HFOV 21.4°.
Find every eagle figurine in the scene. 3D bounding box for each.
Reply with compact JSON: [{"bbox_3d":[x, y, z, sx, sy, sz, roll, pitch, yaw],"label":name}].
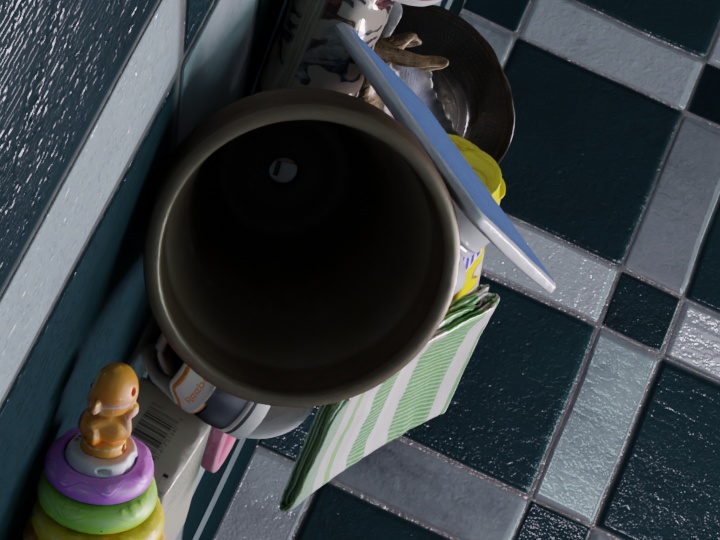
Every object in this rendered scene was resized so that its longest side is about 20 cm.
[{"bbox_3d":[-0.002,-0.123,1.586,0.150,0.152,0.201,-33,147,-15],"label":"eagle figurine"}]

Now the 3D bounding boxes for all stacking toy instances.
[{"bbox_3d":[-0.167,0.143,1.218,0.116,0.109,0.201,-43,149,-53],"label":"stacking toy"}]

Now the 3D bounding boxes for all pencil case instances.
[{"bbox_3d":[-0.025,-0.166,1.346,0.089,0.077,0.201,-46,161,-57],"label":"pencil case"}]

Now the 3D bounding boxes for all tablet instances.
[{"bbox_3d":[0.056,-0.075,1.276,0.014,0.201,0.130,-39,144,9],"label":"tablet"}]

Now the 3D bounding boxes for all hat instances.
[{"bbox_3d":[0.030,-0.135,1.674,0.202,0.200,0.081,-67,166,22],"label":"hat"}]

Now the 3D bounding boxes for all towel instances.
[{"bbox_3d":[0.025,0.101,1.515,0.200,0.023,0.153,-30,153,-44],"label":"towel"}]

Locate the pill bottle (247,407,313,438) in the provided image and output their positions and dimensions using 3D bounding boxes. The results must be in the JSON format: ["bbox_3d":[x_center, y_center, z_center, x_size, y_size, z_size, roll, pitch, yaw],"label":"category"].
[{"bbox_3d":[-0.082,0.048,1.637,0.200,0.110,0.111,-85,-163,-62],"label":"pill bottle"}]

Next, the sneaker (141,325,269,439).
[{"bbox_3d":[-0.121,0.049,1.457,0.079,0.079,0.200,-54,-155,11],"label":"sneaker"}]

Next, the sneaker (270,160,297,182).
[{"bbox_3d":[-0.078,-0.036,1.493,0.200,0.072,0.071,-62,168,-72],"label":"sneaker"}]

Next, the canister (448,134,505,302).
[{"bbox_3d":[0.039,0.007,1.555,0.148,0.086,0.201,-37,150,-32],"label":"canister"}]

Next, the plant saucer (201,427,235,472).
[{"bbox_3d":[-0.135,0.114,2.033,0.201,0.051,0.202,24,90,-89],"label":"plant saucer"}]

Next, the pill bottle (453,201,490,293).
[{"bbox_3d":[0.000,0.000,1.382,0.199,0.110,0.109,-36,-175,14],"label":"pill bottle"}]

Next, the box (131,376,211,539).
[{"bbox_3d":[-0.172,0.171,1.492,0.082,0.068,0.200,-58,174,-33],"label":"box"}]

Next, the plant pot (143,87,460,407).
[{"bbox_3d":[-0.043,-0.036,1.244,0.175,0.199,0.201,-106,-143,-68],"label":"plant pot"}]

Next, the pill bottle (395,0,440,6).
[{"bbox_3d":[0.082,-0.285,1.419,0.200,0.110,0.111,-30,-151,54],"label":"pill bottle"}]
